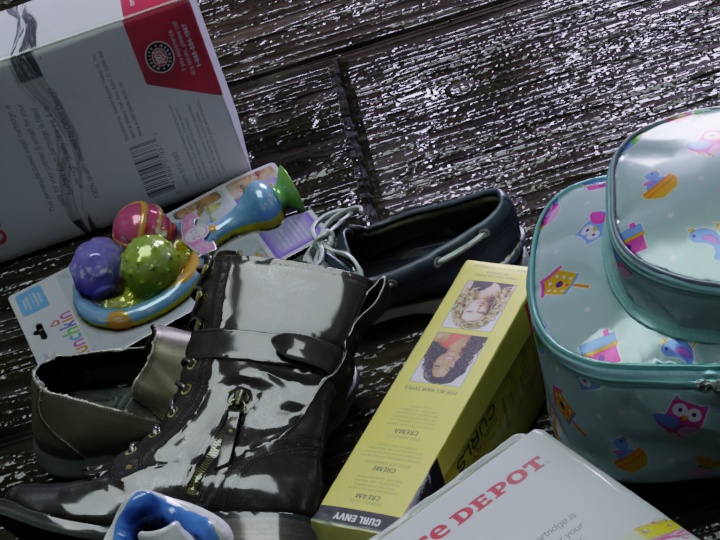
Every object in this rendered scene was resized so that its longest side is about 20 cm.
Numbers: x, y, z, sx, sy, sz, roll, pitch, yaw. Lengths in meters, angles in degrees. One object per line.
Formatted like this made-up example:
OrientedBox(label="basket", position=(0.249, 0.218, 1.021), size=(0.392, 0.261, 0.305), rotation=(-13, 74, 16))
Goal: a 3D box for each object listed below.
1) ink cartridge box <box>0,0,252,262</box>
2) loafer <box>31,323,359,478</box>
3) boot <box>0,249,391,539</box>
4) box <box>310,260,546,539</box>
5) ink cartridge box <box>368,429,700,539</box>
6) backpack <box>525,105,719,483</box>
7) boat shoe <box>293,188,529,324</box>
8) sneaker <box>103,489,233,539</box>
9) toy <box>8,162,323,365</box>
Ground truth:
OrientedBox(label="ink cartridge box", position=(-0.190, -0.107, 1.290), size=(0.198, 0.146, 0.084), rotation=(-18, 36, 1))
OrientedBox(label="loafer", position=(-0.099, 0.070, 1.074), size=(0.198, 0.070, 0.076), rotation=(-10, 36, 12))
OrientedBox(label="boot", position=(-0.088, 0.072, 1.018), size=(0.198, 0.069, 0.176), rotation=(2, 64, 12))
OrientedBox(label="box", position=(0.044, 0.086, 0.985), size=(0.050, 0.076, 0.201), rotation=(6, 41, 27))
OrientedBox(label="ink cartridge box", position=(0.090, 0.174, 0.832), size=(0.145, 0.088, 0.200), rotation=(-32, 38, -20))
OrientedBox(label="backpack", position=(0.179, 0.013, 0.955), size=(0.198, 0.154, 0.177), rotation=(-12, 40, 14))
OrientedBox(label="boat shoe", position=(0.000, 0.000, 1.130), size=(0.198, 0.062, 0.075), rotation=(-11, 37, 12))
OrientedBox(label="sneaker", position=(-0.067, 0.184, 0.839), size=(0.080, 0.147, 0.200), rotation=(-23, 35, -6))
OrientedBox(label="toy", position=(-0.129, -0.015, 1.224), size=(0.198, 0.048, 0.115), rotation=(-25, 34, -10))
